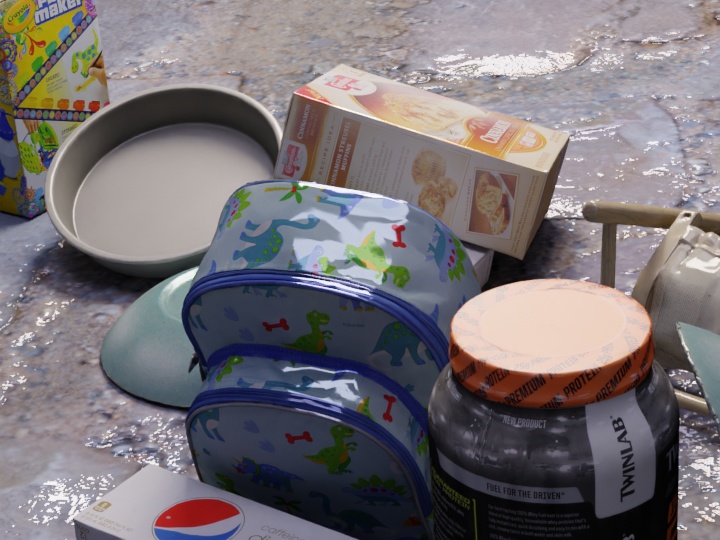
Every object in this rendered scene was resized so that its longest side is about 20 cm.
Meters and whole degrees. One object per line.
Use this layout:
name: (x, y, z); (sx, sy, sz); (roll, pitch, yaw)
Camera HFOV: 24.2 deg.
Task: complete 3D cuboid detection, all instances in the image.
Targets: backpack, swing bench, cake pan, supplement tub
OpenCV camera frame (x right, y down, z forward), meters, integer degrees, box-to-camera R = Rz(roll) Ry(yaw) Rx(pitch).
backpack: (-0.013, 0.058, 0.963); (0.182, 0.201, 0.147); (7, 48, 19)
swing bench: (0.278, 0.013, 1.097); (0.198, 0.131, 0.199); (19, 29, 41)
cake pan: (-0.154, -0.070, 1.358); (0.199, 0.037, 0.201); (-5, 48, 6)
supplement tub: (0.096, 0.115, 0.828); (0.122, 0.201, 0.123); (-3, 27, 2)

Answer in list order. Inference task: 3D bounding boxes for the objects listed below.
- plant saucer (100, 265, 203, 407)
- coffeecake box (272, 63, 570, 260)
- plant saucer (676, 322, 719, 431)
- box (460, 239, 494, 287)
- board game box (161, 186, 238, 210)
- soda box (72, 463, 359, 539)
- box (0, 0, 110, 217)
plant saucer: (-0.090, 0.032, 1.209); (0.199, 0.039, 0.201); (-3, 26, 1)
coffeecake box: (0.051, -0.089, 1.303); (0.199, 0.074, 0.154); (18, 18, 8)
plant saucer: (0.211, 0.111, 0.818); (0.038, 0.202, 0.201); (-24, 24, 11)
box: (0.000, 0.000, 1.199); (0.143, 0.037, 0.200); (20, 23, 15)
board game box: (-0.055, -0.071, 1.417); (0.198, 0.035, 0.126); (1, 28, 11)
soda box: (-0.058, 0.170, 0.897); (0.199, 0.064, 0.068); (15, 31, 33)
box: (-0.337, -0.173, 1.490); (0.199, 0.194, 0.122); (13, 31, 32)
